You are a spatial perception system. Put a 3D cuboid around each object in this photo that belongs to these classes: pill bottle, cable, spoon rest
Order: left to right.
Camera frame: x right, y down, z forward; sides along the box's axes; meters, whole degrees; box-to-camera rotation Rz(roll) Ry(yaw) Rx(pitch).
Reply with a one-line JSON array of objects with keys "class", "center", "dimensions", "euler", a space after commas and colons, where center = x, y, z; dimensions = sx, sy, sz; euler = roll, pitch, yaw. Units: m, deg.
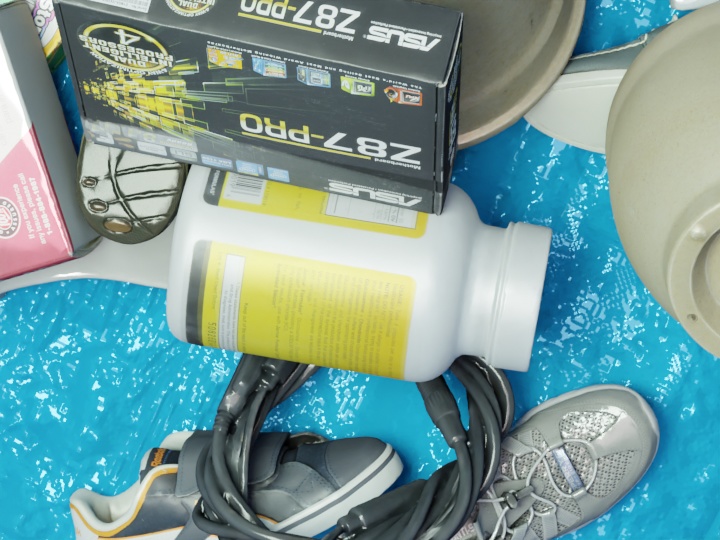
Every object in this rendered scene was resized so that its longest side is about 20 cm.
[{"class": "spoon rest", "center": [-0.131, -0.023, 1.542], "dimensions": [0.200, 0.061, 0.099], "euler": [-17, 96, 10]}, {"class": "cable", "center": [-0.006, 0.101, 1.495], "dimensions": [0.163, 0.051, 0.200], "euler": [17, 57, 10]}, {"class": "pill bottle", "center": [0.000, 0.000, 1.464], "dimensions": [0.200, 0.112, 0.112], "euler": [10, 99, 4]}]

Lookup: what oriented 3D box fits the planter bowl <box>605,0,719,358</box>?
[{"class": "planter bowl", "center": [0.226, -0.030, 1.419], "dimensions": [0.200, 0.135, 0.200], "euler": [5, 125, 7]}]

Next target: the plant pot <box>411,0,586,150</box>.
[{"class": "plant pot", "center": [0.021, -0.180, 1.406], "dimensions": [0.200, 0.183, 0.200], "euler": [-1, 77, 4]}]

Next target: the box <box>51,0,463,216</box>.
[{"class": "box", "center": [-0.049, -0.099, 1.363], "dimensions": [0.200, 0.161, 0.049], "euler": [12, 70, 5]}]

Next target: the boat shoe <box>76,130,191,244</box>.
[{"class": "boat shoe", "center": [-0.115, -0.115, 1.487], "dimensions": [0.076, 0.074, 0.200], "euler": [14, 93, 5]}]

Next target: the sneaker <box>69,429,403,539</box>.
[{"class": "sneaker", "center": [-0.078, 0.128, 1.548], "dimensions": [0.200, 0.078, 0.079], "euler": [-24, 100, 12]}]

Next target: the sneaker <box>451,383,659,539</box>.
[{"class": "sneaker", "center": [0.084, 0.137, 1.526], "dimensions": [0.200, 0.082, 0.075], "euler": [-33, 93, 11]}]

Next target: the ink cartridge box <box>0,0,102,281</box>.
[{"class": "ink cartridge box", "center": [-0.264, -0.051, 1.483], "dimensions": [0.200, 0.083, 0.147], "euler": [-17, 97, 9]}]

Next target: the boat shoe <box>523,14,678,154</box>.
[{"class": "boat shoe", "center": [0.190, -0.110, 1.499], "dimensions": [0.200, 0.073, 0.062], "euler": [-4, 55, 15]}]

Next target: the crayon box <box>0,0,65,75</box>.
[{"class": "crayon box", "center": [-0.251, -0.120, 1.543], "dimensions": [0.119, 0.058, 0.200], "euler": [40, 101, 0]}]

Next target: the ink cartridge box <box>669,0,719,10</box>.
[{"class": "ink cartridge box", "center": [0.259, -0.236, 1.467], "dimensions": [0.200, 0.057, 0.163], "euler": [-7, 97, 13]}]
